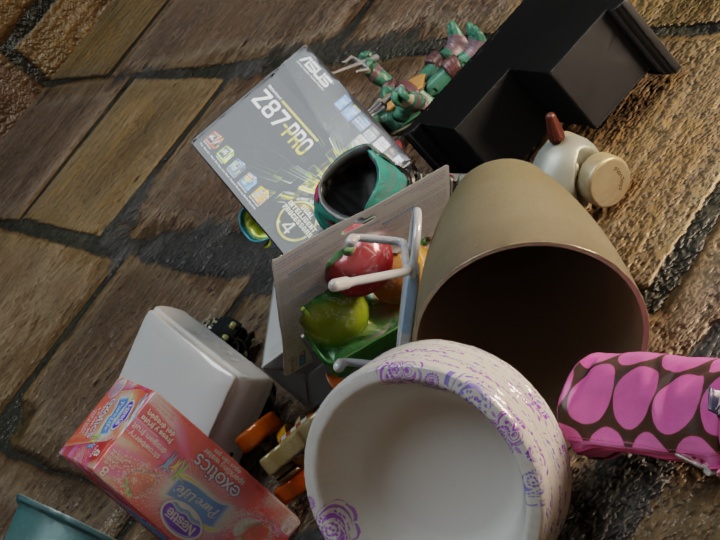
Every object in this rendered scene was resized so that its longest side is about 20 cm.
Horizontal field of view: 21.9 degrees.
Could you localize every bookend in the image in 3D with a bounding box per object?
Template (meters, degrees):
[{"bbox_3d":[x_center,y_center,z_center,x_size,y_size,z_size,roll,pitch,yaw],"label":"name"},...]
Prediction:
[{"bbox_3d":[0.174,-0.166,1.818,0.199,0.092,0.200,-48,23,-10],"label":"bookend"}]

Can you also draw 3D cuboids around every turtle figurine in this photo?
[{"bbox_3d":[0.051,-0.208,2.123,0.200,0.101,0.150,-36,36,-12],"label":"turtle figurine"}]

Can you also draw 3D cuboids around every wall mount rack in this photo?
[{"bbox_3d":[0.007,0.049,1.527,0.174,0.074,0.201,-83,-1,-75],"label":"wall mount rack"}]

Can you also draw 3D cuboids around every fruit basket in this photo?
[{"bbox_3d":[0.000,0.000,1.679,0.185,0.200,0.094,-30,55,-15],"label":"fruit basket"}]

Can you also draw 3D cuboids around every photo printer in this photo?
[{"bbox_3d":[-0.189,0.159,1.883,0.166,0.069,0.201,35,106,40],"label":"photo printer"}]

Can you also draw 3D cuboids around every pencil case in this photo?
[{"bbox_3d":[0.225,0.106,1.348,0.200,0.091,0.094,-3,56,62],"label":"pencil case"}]

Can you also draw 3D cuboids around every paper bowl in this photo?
[{"bbox_3d":[0.065,0.152,1.423,0.200,0.201,0.104,-34,-2,30],"label":"paper bowl"}]

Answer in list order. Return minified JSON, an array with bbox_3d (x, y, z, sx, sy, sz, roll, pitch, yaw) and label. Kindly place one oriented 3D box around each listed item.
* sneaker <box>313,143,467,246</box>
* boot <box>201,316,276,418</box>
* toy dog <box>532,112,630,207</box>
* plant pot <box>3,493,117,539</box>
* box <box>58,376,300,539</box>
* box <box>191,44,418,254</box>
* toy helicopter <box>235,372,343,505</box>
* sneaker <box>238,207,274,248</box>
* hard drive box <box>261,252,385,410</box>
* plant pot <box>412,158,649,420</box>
[{"bbox_3d":[0.044,-0.073,1.757,0.199,0.121,0.084,-5,73,13],"label":"sneaker"},{"bbox_3d":[-0.148,0.108,2.006,0.203,0.073,0.154,-22,31,43],"label":"boot"},{"bbox_3d":[0.153,-0.065,1.694,0.132,0.096,0.200,1,49,47],"label":"toy dog"},{"bbox_3d":[-0.279,0.341,1.736,0.200,0.200,0.197,1,60,60],"label":"plant pot"},{"bbox_3d":[-0.167,0.201,1.727,0.095,0.200,0.103,-52,25,-14],"label":"box"},{"bbox_3d":[-0.056,-0.112,1.898,0.161,0.049,0.200,-39,59,-2],"label":"box"},{"bbox_3d":[-0.035,0.140,1.696,0.132,0.079,0.200,-37,-3,-13],"label":"toy helicopter"},{"bbox_3d":[-0.065,-0.072,2.022,0.130,0.080,0.200,-30,-13,6],"label":"sneaker"},{"bbox_3d":[-0.015,0.021,1.903,0.156,0.077,0.200,-36,26,25],"label":"hard drive box"},{"bbox_3d":[0.129,-0.002,1.533,0.187,0.187,0.200,-38,29,22],"label":"plant pot"}]
